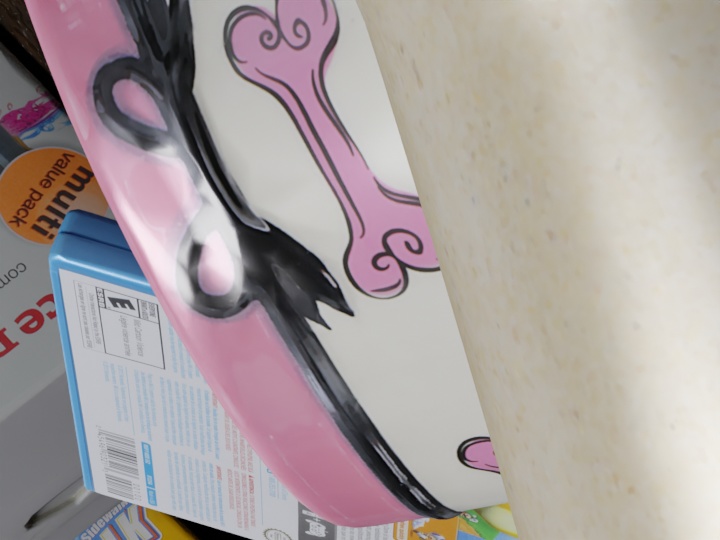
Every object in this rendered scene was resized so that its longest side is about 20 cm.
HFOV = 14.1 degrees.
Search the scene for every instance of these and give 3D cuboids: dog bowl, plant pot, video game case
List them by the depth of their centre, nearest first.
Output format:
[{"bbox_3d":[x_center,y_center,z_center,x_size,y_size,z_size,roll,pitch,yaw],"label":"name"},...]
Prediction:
[{"bbox_3d":[0.093,0.008,0.440,0.184,0.200,0.200,65,159,-6],"label":"plant pot"},{"bbox_3d":[-0.005,-0.036,0.590,0.200,0.074,0.200,-24,-90,-81],"label":"dog bowl"},{"bbox_3d":[0.019,0.051,0.762,0.200,0.018,0.143,16,152,7],"label":"video game case"}]

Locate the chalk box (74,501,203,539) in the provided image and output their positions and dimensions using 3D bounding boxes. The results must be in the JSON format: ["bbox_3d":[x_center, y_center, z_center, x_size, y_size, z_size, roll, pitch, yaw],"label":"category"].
[{"bbox_3d":[-0.142,0.126,1.185,0.200,0.124,0.125,47,168,-35],"label":"chalk box"}]

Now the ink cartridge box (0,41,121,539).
[{"bbox_3d":[-0.167,0.004,1.058,0.200,0.145,0.145,45,159,18],"label":"ink cartridge box"}]
